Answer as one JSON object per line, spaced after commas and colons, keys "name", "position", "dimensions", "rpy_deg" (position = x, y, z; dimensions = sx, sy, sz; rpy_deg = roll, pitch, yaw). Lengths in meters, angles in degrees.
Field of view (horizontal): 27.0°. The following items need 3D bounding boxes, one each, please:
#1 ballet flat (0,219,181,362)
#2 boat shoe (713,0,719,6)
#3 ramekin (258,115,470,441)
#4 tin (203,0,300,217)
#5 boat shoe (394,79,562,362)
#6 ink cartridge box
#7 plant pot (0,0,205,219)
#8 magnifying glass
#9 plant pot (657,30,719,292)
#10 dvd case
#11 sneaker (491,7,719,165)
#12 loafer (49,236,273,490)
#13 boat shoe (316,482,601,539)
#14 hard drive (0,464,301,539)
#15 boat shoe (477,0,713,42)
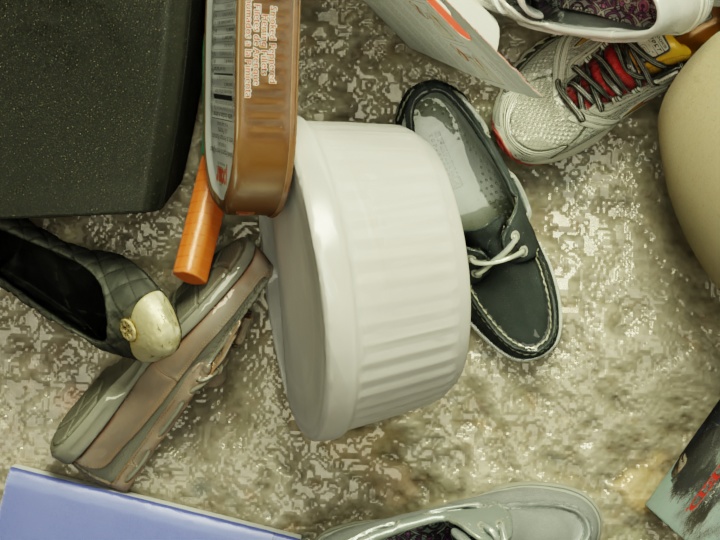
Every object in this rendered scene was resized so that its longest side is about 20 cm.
{"name": "ballet flat", "position": [-0.194, 0.011, 0.947], "dimensions": [0.200, 0.057, 0.067], "rpy_deg": [24, 117, 28]}
{"name": "boat shoe", "position": [0.179, -0.229, 0.942], "dimensions": [0.200, 0.069, 0.057], "rpy_deg": [32, 64, 31]}
{"name": "ramekin", "position": [0.000, 0.000, 0.924], "dimensions": [0.094, 0.202, 0.203], "rpy_deg": [-8, 92, -13]}
{"name": "tin", "position": [-0.065, -0.131, 0.872], "dimensions": [0.042, 0.112, 0.200], "rpy_deg": [0, 98, -12]}
{"name": "boat shoe", "position": [0.076, -0.030, 0.985], "dimensions": [0.076, 0.060, 0.200], "rpy_deg": [-29, 91, 0]}
{"name": "ink cartridge box", "position": [0.027, -0.185, 0.888], "dimensions": [0.162, 0.200, 0.050], "rpy_deg": [41, 88, -26]}
{"name": "plant pot", "position": [-0.189, -0.128, 0.924], "dimensions": [0.199, 0.200, 0.178], "rpy_deg": [-2, 102, -1]}
{"name": "magnifying glass", "position": [-0.087, -0.089, 0.957], "dimensions": [0.022, 0.080, 0.200], "rpy_deg": [3, 72, 24]}
{"name": "plant pot", "position": [0.266, -0.082, 0.937], "dimensions": [0.200, 0.200, 0.134], "rpy_deg": [-44, 64, 0]}
{"name": "dvd case", "position": [0.241, 0.108, 0.922], "dimensions": [0.022, 0.200, 0.146], "rpy_deg": [35, 91, -1]}
{"name": "sneaker", "position": [0.170, -0.142, 0.973], "dimensions": [0.200, 0.082, 0.078], "rpy_deg": [-37, 92, 1]}
{"name": "loafer", "position": [-0.119, 0.063, 0.980], "dimensions": [0.063, 0.072, 0.200], "rpy_deg": [40, 106, -18]}
{"name": "boat shoe", "position": [0.065, 0.186, 0.974], "dimensions": [0.200, 0.072, 0.070], "rpy_deg": [-9, 92, -7]}
{"name": "hard drive", "position": [-0.152, 0.219, 1.007], "dimensions": [0.200, 0.025, 0.132], "rpy_deg": [14, 91, -1]}
{"name": "boat shoe", "position": [0.118, -0.178, 0.932], "dimensions": [0.200, 0.068, 0.072], "rpy_deg": [26, 126, 33]}
